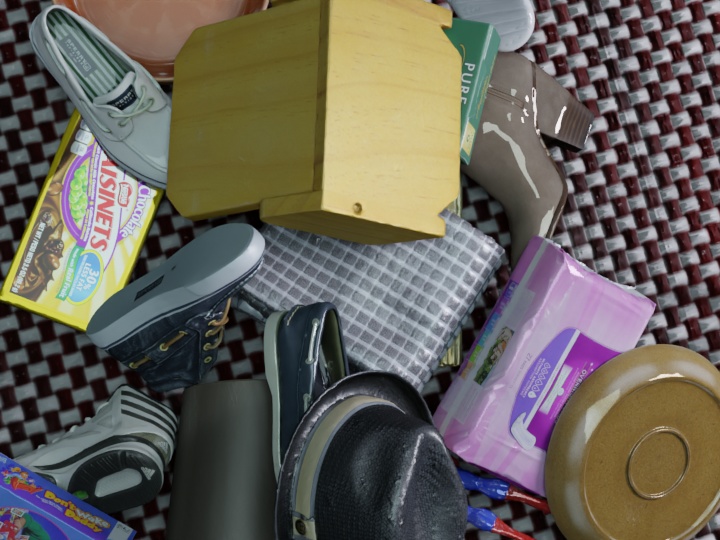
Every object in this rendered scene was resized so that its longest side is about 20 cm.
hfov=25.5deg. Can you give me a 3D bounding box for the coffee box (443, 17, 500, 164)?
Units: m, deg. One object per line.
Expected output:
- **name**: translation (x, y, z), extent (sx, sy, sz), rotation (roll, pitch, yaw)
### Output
- **coffee box**: translation (0.013, -0.169, 1.396), extent (0.199, 0.044, 0.123), rotation (11, 81, 19)

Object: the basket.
- **basket**: translation (-0.092, 0.197, 1.331), extent (0.180, 0.136, 0.201), rotation (6, 75, -38)

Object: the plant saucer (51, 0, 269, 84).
- **plant saucer**: translation (-0.179, -0.265, 1.431), extent (0.200, 0.032, 0.201), rotation (1, 84, -5)

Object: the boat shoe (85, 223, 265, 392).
- **boat shoe**: translation (-0.133, 0.033, 1.333), extent (0.091, 0.200, 0.071), rotation (44, 39, -25)

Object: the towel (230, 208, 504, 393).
- **towel**: translation (0.000, 0.000, 1.370), extent (0.200, 0.086, 0.166), rotation (31, 83, 10)

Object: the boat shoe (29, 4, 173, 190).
- **boat shoe**: translation (-0.209, -0.145, 1.365), extent (0.200, 0.067, 0.074), rotation (42, 80, -6)

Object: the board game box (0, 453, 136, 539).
- **board game box**: translation (-0.291, 0.268, 1.309), extent (0.134, 0.045, 0.200), rotation (30, 107, -1)

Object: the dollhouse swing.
- **dollhouse swing**: translation (-0.040, -0.122, 1.344), extent (0.181, 0.176, 0.201), rotation (11, 73, -36)

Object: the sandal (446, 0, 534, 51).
- **sandal**: translation (0.093, -0.281, 1.442), extent (0.079, 0.059, 0.207), rotation (-35, 76, 20)

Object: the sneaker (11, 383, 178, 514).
- **sneaker**: translation (-0.239, 0.163, 1.360), extent (0.200, 0.115, 0.076), rotation (-16, 115, 22)

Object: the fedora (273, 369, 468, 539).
- **fedora**: translation (0.025, 0.181, 1.229), extent (0.200, 0.091, 0.201), rotation (-8, 102, -44)

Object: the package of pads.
- **package of pads**: translation (0.156, 0.083, 1.366), extent (0.120, 0.076, 0.200), rotation (27, 93, -27)

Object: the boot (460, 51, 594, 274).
- **boot**: translation (0.117, -0.099, 1.418), extent (0.146, 0.070, 0.200), rotation (22, 73, -4)

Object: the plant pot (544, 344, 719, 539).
- **plant pot**: translation (0.252, 0.164, 1.375), extent (0.200, 0.027, 0.201), rotation (-7, 107, -23)

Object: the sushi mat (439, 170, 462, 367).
- **sushi mat**: translation (0.044, -0.012, 1.429), extent (0.095, 0.012, 0.201), rotation (1, 83, -3)

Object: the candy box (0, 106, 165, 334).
- **candy box**: translation (-0.235, -0.049, 1.403), extent (0.102, 0.026, 0.200), rotation (21, 82, -6)

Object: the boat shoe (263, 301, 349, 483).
- **boat shoe**: translation (-0.028, 0.125, 1.283), extent (0.062, 0.075, 0.201), rotation (-14, 77, 32)

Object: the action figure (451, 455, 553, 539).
- **action figure**: translation (0.066, 0.187, 1.390), extent (0.200, 0.052, 0.066), rotation (24, 76, 3)
